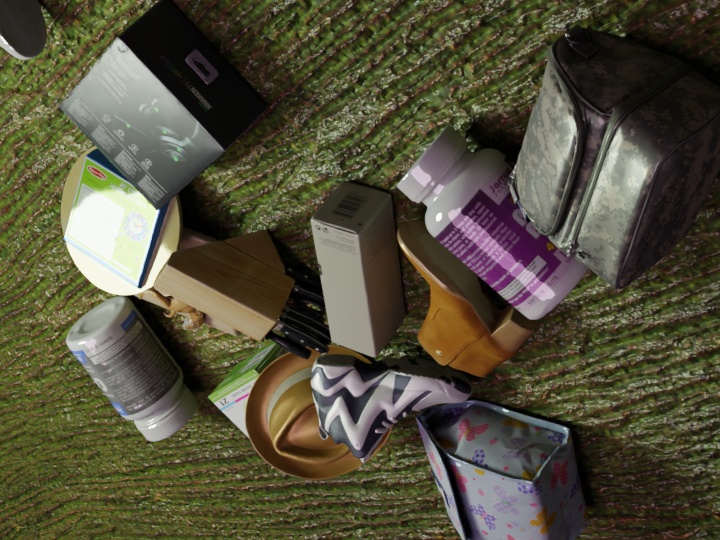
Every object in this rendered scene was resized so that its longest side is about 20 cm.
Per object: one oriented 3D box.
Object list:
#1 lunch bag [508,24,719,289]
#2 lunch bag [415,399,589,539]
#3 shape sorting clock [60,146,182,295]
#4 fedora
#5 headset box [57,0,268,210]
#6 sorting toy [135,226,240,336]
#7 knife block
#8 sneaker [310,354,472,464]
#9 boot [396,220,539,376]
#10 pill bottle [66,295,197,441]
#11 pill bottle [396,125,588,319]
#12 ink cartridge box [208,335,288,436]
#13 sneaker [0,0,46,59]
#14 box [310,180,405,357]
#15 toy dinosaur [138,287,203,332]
[{"bbox_3d":[0.226,-0.107,1.238,0.168,0.139,0.200,41,146,25],"label":"lunch bag"},{"bbox_3d":[0.165,0.264,1.681,0.200,0.127,0.170,17,137,37],"label":"lunch bag"},{"bbox_3d":[-0.309,-0.068,1.751,0.199,0.039,0.201,7,104,32],"label":"shape sorting clock"},{"bbox_3d":[-0.054,0.195,1.753,0.200,0.082,0.201,1,105,2],"label":"fedora"},{"bbox_3d":[-0.228,-0.192,1.568,0.174,0.093,0.200,46,143,-8],"label":"headset box"},{"bbox_3d":[-0.250,-0.007,1.835,0.185,0.037,0.200,20,144,25],"label":"sorting toy"},{"bbox_3d":[-0.133,0.046,1.674,0.176,0.199,0.064,65,146,16],"label":"knife block"},{"bbox_3d":[0.035,0.179,1.671,0.198,0.080,0.130,4,103,2],"label":"sneaker"},{"bbox_3d":[0.095,0.041,1.550,0.201,0.071,0.144,38,141,-6],"label":"boot"},{"bbox_3d":[-0.332,0.147,1.996,0.114,0.114,0.200,-9,122,45],"label":"pill bottle"},{"bbox_3d":[0.138,-0.053,1.381,0.200,0.112,0.112,40,144,-2],"label":"pill bottle"},{"bbox_3d":[-0.091,0.203,1.876,0.200,0.076,0.148,47,143,-8],"label":"ink cartridge box"},{"bbox_3d":[-0.466,-0.332,1.653,0.115,0.074,0.200,-24,101,52],"label":"sneaker"},{"bbox_3d":[0.000,0.000,1.583,0.068,0.082,0.201,18,137,25],"label":"box"},{"bbox_3d":[-0.235,0.030,1.780,0.106,0.061,0.200,29,168,4],"label":"toy dinosaur"}]
